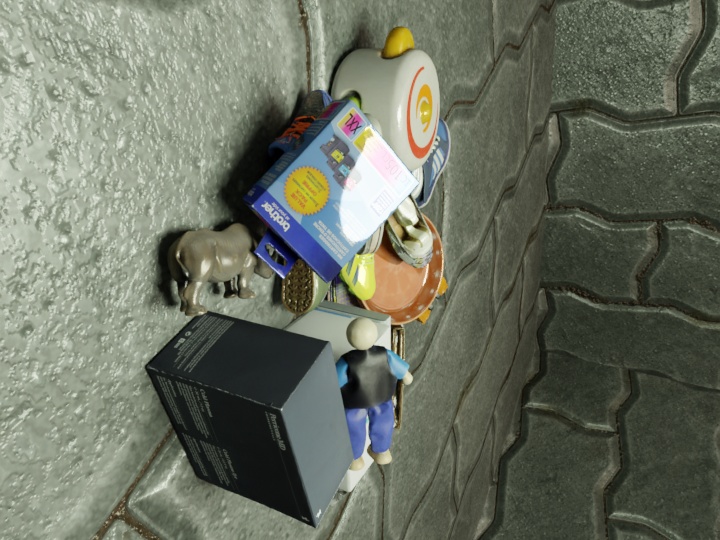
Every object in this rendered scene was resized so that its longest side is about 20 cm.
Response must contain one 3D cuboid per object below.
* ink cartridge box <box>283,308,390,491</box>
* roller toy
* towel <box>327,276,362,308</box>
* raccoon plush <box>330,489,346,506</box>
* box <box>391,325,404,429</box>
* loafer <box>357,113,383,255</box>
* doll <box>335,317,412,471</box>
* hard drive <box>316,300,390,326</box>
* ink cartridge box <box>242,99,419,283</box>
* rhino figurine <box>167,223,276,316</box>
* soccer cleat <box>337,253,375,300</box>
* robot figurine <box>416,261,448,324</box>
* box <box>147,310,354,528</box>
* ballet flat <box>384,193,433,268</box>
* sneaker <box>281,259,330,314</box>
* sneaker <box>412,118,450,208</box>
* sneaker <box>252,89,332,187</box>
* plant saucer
[{"bbox_3d":[-0.046,0.189,0.851,0.146,0.145,0.203,-37,132,-54],"label":"ink cartridge box"},{"bbox_3d":[0.049,-0.256,0.896,0.182,0.138,0.203,45,58,-60],"label":"roller toy"},{"bbox_3d":[0.000,0.000,0.972,0.142,0.023,0.204,-10,106,-45],"label":"towel"},{"bbox_3d":[-0.013,0.330,1.077,0.201,0.096,0.134,-54,167,15],"label":"raccoon plush"},{"bbox_3d":[0.065,0.183,1.022,0.200,0.021,0.167,59,32,-86],"label":"box"},{"bbox_3d":[-0.010,-0.111,0.778,0.062,0.071,0.203,-24,126,-38],"label":"loafer"},{"bbox_3d":[0.002,0.156,0.716,0.134,0.048,0.203,-7,111,-17],"label":"doll"},{"bbox_3d":[-0.013,0.156,0.924,0.027,0.130,0.203,-34,129,-55],"label":"hard drive"},{"bbox_3d":[-0.046,-0.084,0.681,0.200,0.076,0.136,-47,113,-3],"label":"ink cartridge box"},{"bbox_3d":[-0.150,-0.010,0.663,0.199,0.059,0.089,-21,107,-64],"label":"rhino figurine"},{"bbox_3d":[-0.003,-0.056,0.867,0.064,0.083,0.204,-13,90,-63],"label":"soccer cleat"},{"bbox_3d":[0.114,0.035,1.119,0.146,0.058,0.200,-56,152,-6],"label":"robot figurine"},{"bbox_3d":[-0.118,0.170,0.655,0.104,0.180,0.202,-50,142,-44],"label":"box"},{"bbox_3d":[0.076,-0.072,0.909,0.201,0.071,0.072,57,47,-32],"label":"ballet flat"},{"bbox_3d":[-0.070,-0.037,0.827,0.090,0.066,0.204,21,76,-77],"label":"sneaker"},{"bbox_3d":[0.117,-0.229,1.115,0.146,0.080,0.203,24,82,-68],"label":"sneaker"},{"bbox_3d":[-0.082,-0.156,0.741,0.078,0.074,0.203,44,58,-56],"label":"sneaker"},{"bbox_3d":[0.064,-0.008,0.978,0.198,0.032,0.204,-5,99,-36],"label":"plant saucer"}]
